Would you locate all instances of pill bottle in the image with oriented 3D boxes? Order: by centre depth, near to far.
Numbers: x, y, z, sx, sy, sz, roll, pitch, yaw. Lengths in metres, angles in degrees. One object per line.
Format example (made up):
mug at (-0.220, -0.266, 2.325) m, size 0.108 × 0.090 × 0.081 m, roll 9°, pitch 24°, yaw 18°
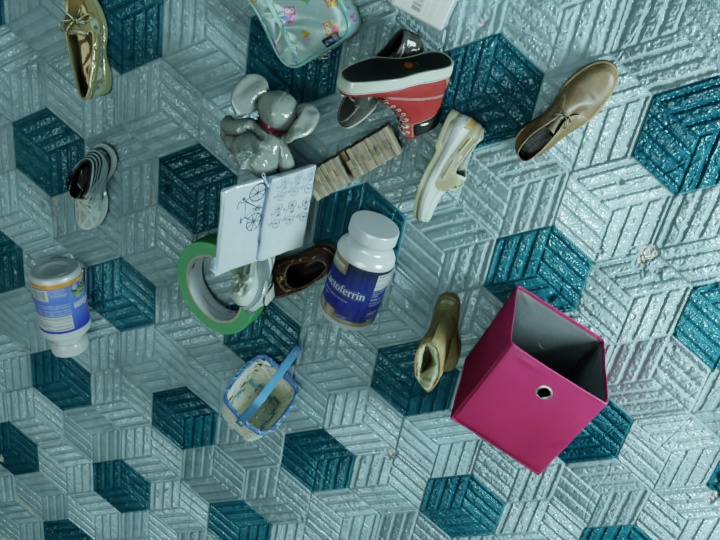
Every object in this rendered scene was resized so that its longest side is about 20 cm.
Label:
pill bottle at (0.000, 0.000, 1.333) m, size 0.113 × 0.116 × 0.204 m, roll 22°, pitch 120°, yaw 6°
pill bottle at (-0.666, 0.086, 1.600) m, size 0.109 × 0.112 × 0.205 m, roll 8°, pitch 118°, yaw 14°

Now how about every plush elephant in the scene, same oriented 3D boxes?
plush elephant at (-0.158, -0.249, 1.243) m, size 0.163 × 0.200 × 0.156 m, roll 37°, pitch 98°, yaw -4°

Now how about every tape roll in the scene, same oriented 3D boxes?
tape roll at (-0.285, 0.029, 1.457) m, size 0.196 × 0.048 × 0.205 m, roll 15°, pitch 121°, yaw 27°

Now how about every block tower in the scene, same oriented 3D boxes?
block tower at (-0.015, -0.194, 1.278) m, size 0.197 × 0.058 × 0.055 m, roll -25°, pitch 106°, yaw 29°

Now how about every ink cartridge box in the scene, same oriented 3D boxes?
ink cartridge box at (0.068, -0.475, 1.103) m, size 0.197 × 0.067 × 0.117 m, roll 30°, pitch 121°, yaw 2°

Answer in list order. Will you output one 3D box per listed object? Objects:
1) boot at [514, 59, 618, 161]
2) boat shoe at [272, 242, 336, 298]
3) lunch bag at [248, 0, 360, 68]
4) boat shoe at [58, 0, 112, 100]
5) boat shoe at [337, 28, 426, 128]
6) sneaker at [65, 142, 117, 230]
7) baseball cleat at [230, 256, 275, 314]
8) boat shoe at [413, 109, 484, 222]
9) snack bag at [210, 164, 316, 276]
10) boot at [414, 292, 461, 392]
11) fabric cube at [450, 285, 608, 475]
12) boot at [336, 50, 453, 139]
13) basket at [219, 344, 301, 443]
boot at (0.325, -0.244, 1.129) m, size 0.074 × 0.076 × 0.200 m, roll 44°, pitch 119°, yaw -5°
boat shoe at (-0.133, 0.008, 1.408) m, size 0.198 × 0.071 × 0.071 m, roll -29°, pitch 108°, yaw 29°
lunch bag at (-0.101, -0.441, 1.170) m, size 0.158 × 0.077 × 0.203 m, roll -20°, pitch 108°, yaw 26°
boat shoe at (-0.510, -0.422, 1.324) m, size 0.071 × 0.063 × 0.205 m, roll 2°, pitch 115°, yaw 18°
boat shoe at (0.021, -0.321, 1.187) m, size 0.199 × 0.068 × 0.056 m, roll -40°, pitch 143°, yaw 24°
sneaker at (-0.563, -0.154, 1.444) m, size 0.074 × 0.116 × 0.203 m, roll 28°, pitch 121°, yaw 2°
baseball cleat at (-0.192, -0.014, 1.379) m, size 0.068 × 0.204 × 0.107 m, roll 10°, pitch 154°, yaw 27°
boat shoe at (0.148, -0.167, 1.225) m, size 0.067 × 0.075 × 0.204 m, roll 26°, pitch 120°, yaw 11°
snack bag at (-0.170, -0.088, 1.257) m, size 0.021 × 0.197 × 0.192 m, roll 43°, pitch 136°, yaw 31°
boot at (0.138, 0.157, 1.314) m, size 0.064 × 0.201 × 0.179 m, roll 4°, pitch 117°, yaw 16°
fabric cube at (0.301, 0.193, 1.279) m, size 0.194 × 0.201 × 0.201 m, roll 32°, pitch 121°, yaw -1°
boot at (0.050, -0.266, 1.153) m, size 0.195 × 0.073 × 0.146 m, roll -12°, pitch 140°, yaw -21°
basket at (-0.205, 0.258, 1.494) m, size 0.139 × 0.177 × 0.200 m, roll 43°, pitch 132°, yaw -3°
